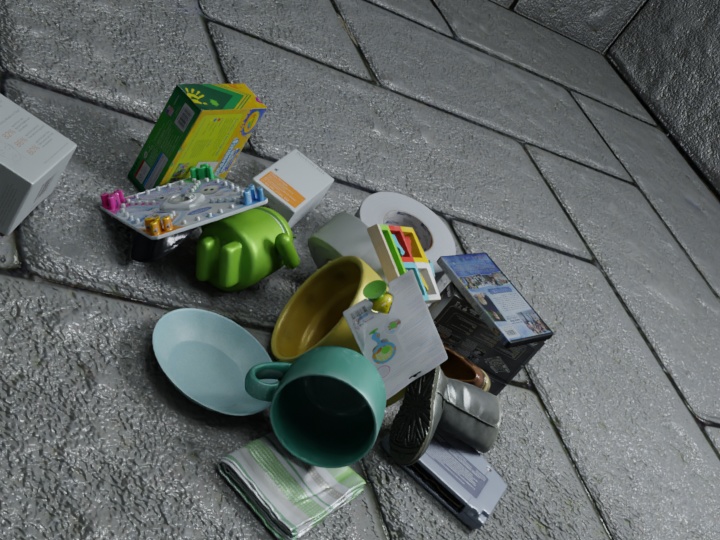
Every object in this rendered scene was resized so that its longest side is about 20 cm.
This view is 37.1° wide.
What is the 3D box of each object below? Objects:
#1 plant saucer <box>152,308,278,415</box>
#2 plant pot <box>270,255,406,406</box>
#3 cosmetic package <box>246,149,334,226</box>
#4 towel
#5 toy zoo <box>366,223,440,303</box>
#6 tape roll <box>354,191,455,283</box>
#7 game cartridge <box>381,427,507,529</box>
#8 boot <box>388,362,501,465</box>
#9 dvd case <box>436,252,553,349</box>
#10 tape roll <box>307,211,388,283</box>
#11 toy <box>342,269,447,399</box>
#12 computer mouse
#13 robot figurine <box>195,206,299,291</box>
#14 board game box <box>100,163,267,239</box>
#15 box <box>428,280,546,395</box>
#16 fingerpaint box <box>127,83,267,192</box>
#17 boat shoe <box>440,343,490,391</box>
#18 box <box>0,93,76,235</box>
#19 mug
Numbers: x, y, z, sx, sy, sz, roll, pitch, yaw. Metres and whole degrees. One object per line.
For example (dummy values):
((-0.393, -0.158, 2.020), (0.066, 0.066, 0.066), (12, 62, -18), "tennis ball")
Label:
((-0.214, 0.140, 1.540), (0.201, 0.039, 0.201), (27, 30, -17), "plant saucer")
((-0.006, 0.111, 1.667), (0.189, 0.201, 0.201), (42, 26, -25), "plant pot")
((-0.137, -0.145, 1.989), (0.101, 0.071, 0.200), (38, 29, 2), "cosmetic package")
((-0.089, 0.282, 1.483), (0.149, 0.031, 0.200), (47, 31, 15), "towel")
((0.077, -0.009, 1.724), (0.131, 0.020, 0.200), (68, 20, 8), "toy zoo")
((0.074, -0.051, 1.976), (0.200, 0.066, 0.201), (19, 41, -18), "tape roll")
((0.135, 0.303, 1.687), (0.200, 0.041, 0.133), (42, 33, 8), "game cartridge")
((0.136, 0.243, 1.665), (0.200, 0.072, 0.182), (42, 63, -47), "boot")
((0.232, 0.048, 1.846), (0.143, 0.018, 0.200), (-5, 50, -50), "dvd case")
((0.000, 0.000, 1.812), (0.071, 0.203, 0.202), (-41, 76, -15), "tape roll")
((0.046, 0.086, 1.544), (0.047, 0.115, 0.200), (50, -12, 44), "toy")
((-0.309, -0.086, 1.704), (0.140, 0.046, 0.200), (11, 41, 42), "computer mouse")
((-0.186, -0.037, 1.738), (0.175, 0.116, 0.200), (14, 22, 24), "robot figurine")
((-0.278, -0.113, 1.674), (0.200, 0.026, 0.200), (-22, 29, -30), "board game box")
((0.200, 0.122, 1.886), (0.200, 0.158, 0.048), (27, 32, -17), "box")
((-0.276, -0.219, 1.813), (0.073, 0.200, 0.167), (47, 32, 19), "fingerpaint box")
((0.124, 0.148, 1.795), (0.200, 0.072, 0.068), (26, -15, 26), "boat shoe")
((-0.545, -0.172, 1.556), (0.200, 0.106, 0.152), (34, 30, -6), "box")
((-0.050, 0.171, 1.504), (0.185, 0.152, 0.114), (51, 24, -12), "mug")
